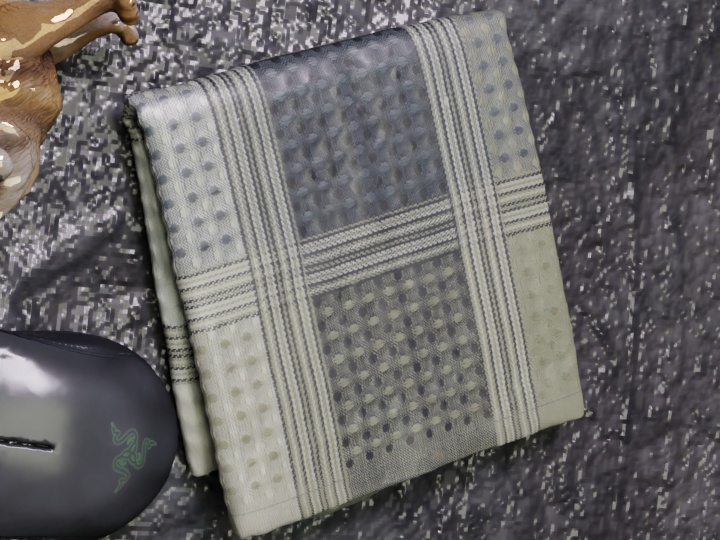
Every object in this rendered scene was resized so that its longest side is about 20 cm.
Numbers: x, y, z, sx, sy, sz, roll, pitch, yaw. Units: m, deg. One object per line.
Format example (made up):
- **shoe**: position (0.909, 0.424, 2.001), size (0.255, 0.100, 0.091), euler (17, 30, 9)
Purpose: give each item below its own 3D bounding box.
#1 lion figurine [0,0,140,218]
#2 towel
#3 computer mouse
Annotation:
- **lion figurine**: position (-0.161, -0.121, 0.887), size (0.122, 0.072, 0.201), euler (-22, 91, -9)
- **towel**: position (0.000, 0.000, 0.996), size (0.191, 0.034, 0.202), euler (-17, 100, -27)
- **computer mouse**: position (-0.160, 0.070, 0.908), size (0.198, 0.053, 0.140), euler (3, 93, -26)
